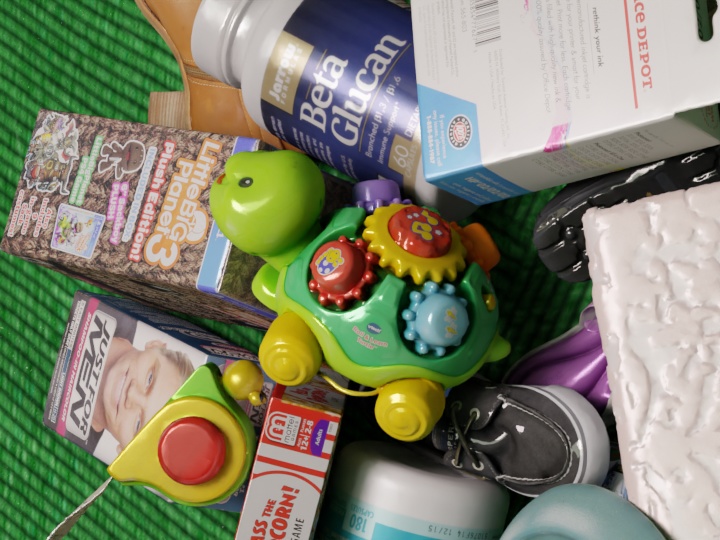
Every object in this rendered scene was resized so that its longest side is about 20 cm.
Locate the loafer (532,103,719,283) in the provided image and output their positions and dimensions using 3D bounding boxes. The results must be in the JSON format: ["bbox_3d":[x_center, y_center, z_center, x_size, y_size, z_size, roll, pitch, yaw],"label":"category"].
[{"bbox_3d":[0.187,-0.062,1.588,0.200,0.071,0.068,-29,109,23],"label":"loafer"}]

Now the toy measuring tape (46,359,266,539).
[{"bbox_3d":[-0.123,0.138,1.707,0.200,0.073,0.074,-48,55,7],"label":"toy measuring tape"}]

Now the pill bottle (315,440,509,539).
[{"bbox_3d":[0.016,0.212,1.681,0.110,0.110,0.201,19,97,42],"label":"pill bottle"}]

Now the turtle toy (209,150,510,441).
[{"bbox_3d":[0.000,0.000,1.621,0.199,0.146,0.101,25,128,2],"label":"turtle toy"}]

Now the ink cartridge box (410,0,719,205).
[{"bbox_3d":[0.132,-0.118,1.545,0.199,0.068,0.116,-13,71,29],"label":"ink cartridge box"}]

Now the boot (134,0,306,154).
[{"bbox_3d":[-0.075,-0.166,1.839,0.154,0.073,0.202,0,97,43],"label":"boot"}]

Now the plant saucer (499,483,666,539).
[{"bbox_3d":[0.123,0.221,1.551,0.200,0.027,0.202,13,106,54],"label":"plant saucer"}]

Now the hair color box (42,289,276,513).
[{"bbox_3d":[-0.135,0.084,1.835,0.200,0.060,0.101,21,98,57],"label":"hair color box"}]

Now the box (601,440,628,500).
[{"bbox_3d":[0.173,0.210,1.587,0.136,0.040,0.201,16,96,43],"label":"box"}]

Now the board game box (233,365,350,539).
[{"bbox_3d":[-0.046,0.140,1.703,0.046,0.200,0.153,15,96,0],"label":"board game box"}]

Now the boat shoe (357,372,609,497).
[{"bbox_3d":[0.067,0.092,1.646,0.200,0.066,0.070,24,113,54],"label":"boat shoe"}]

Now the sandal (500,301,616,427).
[{"bbox_3d":[0.149,0.046,1.620,0.203,0.050,0.083,-43,59,33],"label":"sandal"}]

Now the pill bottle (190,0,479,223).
[{"bbox_3d":[-0.003,-0.119,1.707,0.199,0.111,0.112,29,104,24],"label":"pill bottle"}]

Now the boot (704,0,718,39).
[{"bbox_3d":[0.151,-0.170,1.628,0.199,0.073,0.156,-30,67,33],"label":"boot"}]

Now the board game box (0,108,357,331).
[{"bbox_3d":[-0.099,-0.026,1.769,0.199,0.159,0.098,10,82,41],"label":"board game box"}]

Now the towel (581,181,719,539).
[{"bbox_3d":[0.227,0.045,1.520,0.190,0.032,0.201,-13,77,17],"label":"towel"}]
